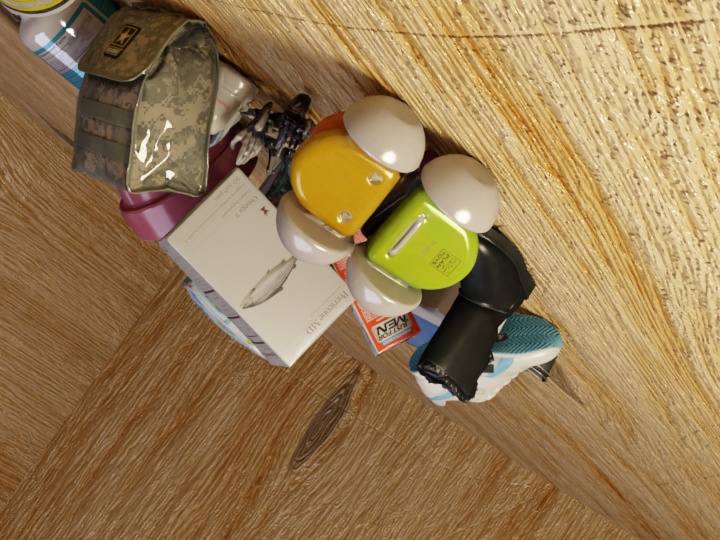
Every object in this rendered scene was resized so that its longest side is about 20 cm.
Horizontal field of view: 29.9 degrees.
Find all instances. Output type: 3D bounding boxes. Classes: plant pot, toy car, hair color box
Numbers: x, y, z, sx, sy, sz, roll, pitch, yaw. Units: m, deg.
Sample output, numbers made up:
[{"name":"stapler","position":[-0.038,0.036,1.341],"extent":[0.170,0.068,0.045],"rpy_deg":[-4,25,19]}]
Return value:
[{"name":"plant pot","position":[-0.266,-0.170,1.818],"extent":[0.180,0.200,0.200],"rpy_deg":[56,164,-23]},{"name":"toy car","position":[0.028,-0.071,1.280],"extent":[0.199,0.175,0.150],"rpy_deg":[36,-153,-9]},{"name":"hair color box","position":[0.000,0.000,1.618],"extent":[0.201,0.063,0.111],"rpy_deg":[64,177,4]}]

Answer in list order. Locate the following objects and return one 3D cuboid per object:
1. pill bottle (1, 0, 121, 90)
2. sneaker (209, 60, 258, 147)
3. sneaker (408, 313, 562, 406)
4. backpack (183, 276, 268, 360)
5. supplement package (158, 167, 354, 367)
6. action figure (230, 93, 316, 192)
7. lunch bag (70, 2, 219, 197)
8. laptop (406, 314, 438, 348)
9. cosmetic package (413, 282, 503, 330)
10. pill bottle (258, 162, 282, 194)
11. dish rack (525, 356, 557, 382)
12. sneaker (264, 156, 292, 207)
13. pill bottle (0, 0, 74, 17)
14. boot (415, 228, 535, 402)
[{"name":"pill bottle","position":[-0.338,-0.287,1.648],"extent":[0.200,0.111,0.111],"rpy_deg":[40,171,-28]},{"name":"sneaker","position":[-0.184,-0.188,1.607],"extent":[0.078,0.100,0.200],"rpy_deg":[36,172,-6]},{"name":"sneaker","position":[0.165,0.115,1.708],"extent":[0.198,0.077,0.081],"rpy_deg":[-15,124,24]},{"name":"backpack","position":[-0.134,0.011,1.705],"extent":[0.183,0.147,0.200],"rpy_deg":[42,-178,-7]},{"name":"supplement package","position":[-0.119,-0.001,1.536],"extent":[0.200,0.117,0.117],"rpy_deg":[46,168,-8]},{"name":"action figure","position":[-0.083,-0.134,1.498],"extent":[0.118,0.103,0.200],"rpy_deg":[32,171,-13]},{"name":"lunch bag","position":[-0.240,-0.194,1.501],"extent":[0.117,0.202,0.163],"rpy_deg":[1,-167,-37]},{"name":"laptop","position":[0.030,0.040,1.962],"extent":[0.198,0.117,0.187],"rpy_deg":[17,-179,-27]},{"name":"cosmetic package","position":[0.090,0.015,1.711],"extent":[0.113,0.082,0.199],"rpy_deg":[39,171,-35]},{"name":"pill bottle","position":[-0.127,-0.042,1.860],"extent":[0.106,0.201,0.106],"rpy_deg":[35,173,5]},{"name":"dish rack","position":[0.183,0.087,1.832],"extent":[0.153,0.055,0.200],"rpy_deg":[37,171,-5]},{"name":"sneaker","position":[-0.074,-0.098,1.681],"extent":[0.079,0.096,0.200],"rpy_deg":[36,172,3]},{"name":"pill bottle","position":[-0.348,-0.341,1.354],"extent":[0.112,0.113,0.200],"rpy_deg":[34,172,8]},{"name":"boot","position":[0.115,0.046,1.479],"extent":[0.073,0.163,0.198],"rpy_deg":[29,170,31]}]
